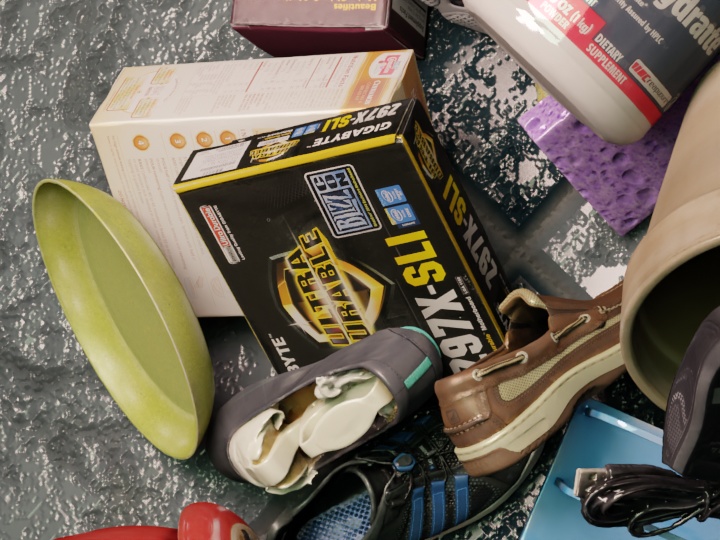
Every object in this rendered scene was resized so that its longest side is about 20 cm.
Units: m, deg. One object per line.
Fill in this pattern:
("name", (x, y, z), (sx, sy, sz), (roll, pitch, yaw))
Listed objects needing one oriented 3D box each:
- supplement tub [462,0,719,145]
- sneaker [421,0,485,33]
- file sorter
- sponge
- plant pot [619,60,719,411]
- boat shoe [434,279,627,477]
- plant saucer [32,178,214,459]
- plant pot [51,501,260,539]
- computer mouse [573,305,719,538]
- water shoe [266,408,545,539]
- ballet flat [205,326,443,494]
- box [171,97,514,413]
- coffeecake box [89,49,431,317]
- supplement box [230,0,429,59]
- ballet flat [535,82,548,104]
("supplement tub", (0.168, -0.185, 1.546), (0.200, 0.140, 0.140), (-47, 68, 3))
("sneaker", (0.061, -0.228, 1.685), (0.075, 0.200, 0.114), (16, 81, 37))
("file sorter", (0.157, 0.194, 1.586), (0.138, 0.123, 0.201), (23, 89, 1))
("sponge", (0.204, -0.119, 1.654), (0.200, 0.112, 0.030), (-41, 40, 9))
("plant pot", (0.245, -0.028, 1.510), (0.199, 0.200, 0.174), (-10, 49, 19))
("boat shoe", (0.118, 0.040, 1.617), (0.075, 0.202, 0.075), (-24, 100, 47))
("plant saucer", (-0.147, 0.026, 1.733), (0.031, 0.200, 0.200), (-28, 68, -20))
("plant pot", (-0.132, 0.249, 1.672), (0.182, 0.200, 0.201), (-22, 73, 7))
("computer mouse", (0.201, 0.068, 1.449), (0.138, 0.201, 0.053), (3, 50, -14))
("water shoe", (0.031, 0.135, 1.688), (0.200, 0.079, 0.072), (-39, 70, 10))
("ballet flat", (-0.034, 0.095, 1.669), (0.199, 0.073, 0.073), (-29, 70, 36))
("box", (0.000, 0.000, 1.657), (0.159, 0.201, 0.049), (-12, 33, 25))
("coffeecake box", (-0.051, -0.052, 1.712), (0.199, 0.154, 0.073), (-2, 35, 20))
("supplement box", (-0.011, -0.244, 1.770), (0.110, 0.086, 0.201), (2, 81, 21))
("ballet flat", (0.146, -0.166, 1.709), (0.070, 0.071, 0.201), (23, 83, 23))
